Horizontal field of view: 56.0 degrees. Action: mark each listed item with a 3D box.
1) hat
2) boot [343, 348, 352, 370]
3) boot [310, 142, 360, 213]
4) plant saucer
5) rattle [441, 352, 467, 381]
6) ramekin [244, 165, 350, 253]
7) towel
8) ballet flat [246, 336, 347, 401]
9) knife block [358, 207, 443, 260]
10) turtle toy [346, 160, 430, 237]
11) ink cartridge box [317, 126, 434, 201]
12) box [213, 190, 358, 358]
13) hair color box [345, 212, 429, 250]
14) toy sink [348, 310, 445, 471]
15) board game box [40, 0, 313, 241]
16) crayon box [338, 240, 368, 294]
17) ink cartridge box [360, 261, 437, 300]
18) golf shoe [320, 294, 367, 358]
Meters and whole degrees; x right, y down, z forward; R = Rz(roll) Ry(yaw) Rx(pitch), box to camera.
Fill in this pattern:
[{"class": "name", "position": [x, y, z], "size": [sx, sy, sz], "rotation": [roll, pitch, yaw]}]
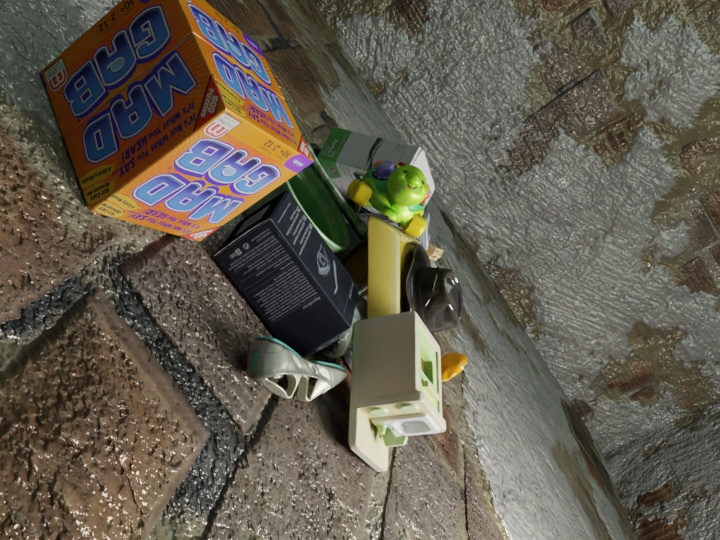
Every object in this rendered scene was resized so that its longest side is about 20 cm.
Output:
[{"class": "hat", "position": [0.137, 0.054, 1.190], "size": [0.200, 0.080, 0.202], "rotation": [-1, 90, -72]}, {"class": "boot", "position": [0.058, 0.178, 1.172], "size": [0.200, 0.095, 0.074], "rotation": [51, 18, -19]}, {"class": "boot", "position": [-0.086, -0.205, 1.471], "size": [0.201, 0.073, 0.150], "rotation": [58, 15, 10]}, {"class": "plant saucer", "position": [0.064, 0.014, 1.177], "size": [0.200, 0.048, 0.202], "rotation": [12, 78, -70]}, {"class": "rattle", "position": [0.103, 0.147, 1.263], "size": [0.201, 0.142, 0.130], "rotation": [57, 7, -17]}, {"class": "ramekin", "position": [-0.113, -0.097, 1.156], "size": [0.200, 0.097, 0.200], "rotation": [52, 17, -23]}, {"class": "towel", "position": [-0.039, -0.139, 1.258], "size": [0.201, 0.023, 0.153], "rotation": [56, -1, 1]}, {"class": "ballet flat", "position": [-0.085, 0.143, 0.906], "size": [0.200, 0.067, 0.064], "rotation": [35, 56, -53]}, {"class": "knife block", "position": [0.066, -0.085, 1.512], "size": [0.064, 0.199, 0.177], "rotation": [6, 68, -68]}, {"class": "turtle toy", "position": [0.063, -0.134, 1.165], "size": [0.145, 0.102, 0.200], "rotation": [29, 6, -10]}, {"class": "ink cartridge box", "position": [0.034, -0.194, 1.356], "size": [0.199, 0.085, 0.146], "rotation": [19, -20, 27]}, {"class": "box", "position": [-0.101, 0.005, 0.998], "size": [0.201, 0.104, 0.148], "rotation": [55, 16, -15]}, {"class": "hair color box", "position": [0.043, -0.082, 1.411], "size": [0.099, 0.198, 0.061], "rotation": [-63, 151, -71]}, {"class": "toy sink", "position": [0.060, 0.184, 1.022], "size": [0.131, 0.111, 0.201], "rotation": [54, 32, -49]}, {"class": "board game box", "position": [-0.216, -0.186, 0.824], "size": [0.201, 0.199, 0.200], "rotation": [64, 17, 17]}, {"class": "crayon box", "position": [0.000, 0.000, 1.262], "size": [0.052, 0.126, 0.200], "rotation": [53, 16, 9]}, {"class": "ink cartridge box", "position": [0.094, 0.052, 1.416], "size": [0.084, 0.145, 0.200], "rotation": [60, 16, 7]}, {"class": "golf shoe", "position": [-0.008, 0.094, 1.114], "size": [0.097, 0.078, 0.200], "rotation": [37, 23, -9]}]
